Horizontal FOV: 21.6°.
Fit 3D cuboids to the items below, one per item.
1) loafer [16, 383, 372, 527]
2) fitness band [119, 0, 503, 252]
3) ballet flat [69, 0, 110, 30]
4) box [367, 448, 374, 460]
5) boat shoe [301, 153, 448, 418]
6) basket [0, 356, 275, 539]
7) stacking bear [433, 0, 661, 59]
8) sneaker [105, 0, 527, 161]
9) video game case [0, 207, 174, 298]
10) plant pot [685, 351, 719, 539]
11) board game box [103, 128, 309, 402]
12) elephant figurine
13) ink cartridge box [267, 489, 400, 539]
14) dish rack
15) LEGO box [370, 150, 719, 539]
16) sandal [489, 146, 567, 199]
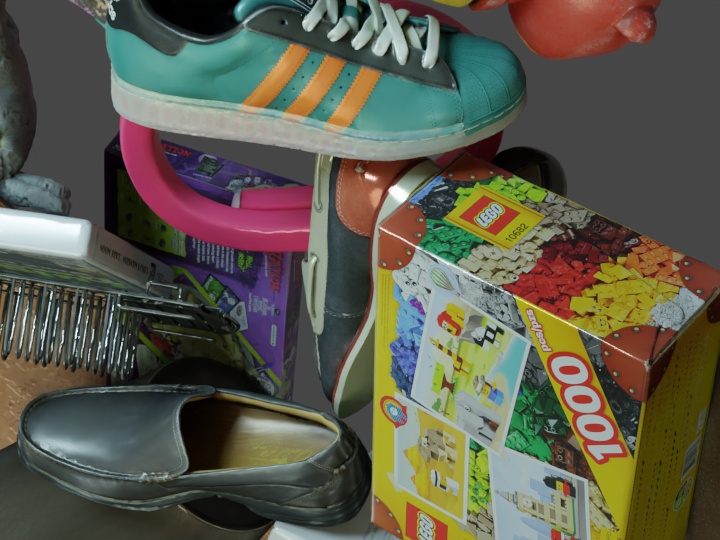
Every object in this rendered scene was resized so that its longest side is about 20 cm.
[{"bbox_3d":[-0.093,0.087,1.021,0.198,0.073,0.073,3,150,6],"label":"loafer"},{"bbox_3d":[-0.024,-0.074,0.970,0.198,0.038,0.145,-5,133,6],"label":"fitness band"},{"bbox_3d":[-0.132,-0.161,0.976,0.199,0.069,0.071,34,117,-10],"label":"ballet flat"},{"bbox_3d":[0.059,0.113,1.099,0.068,0.082,0.200,37,133,-7],"label":"box"},{"bbox_3d":[0.000,0.000,0.973,0.062,0.071,0.201,38,147,21],"label":"boat shoe"},{"bbox_3d":[-0.142,0.146,1.160,0.180,0.136,0.200,40,131,-13],"label":"basket"},{"bbox_3d":[0.048,-0.164,0.852,0.199,0.122,0.114,28,123,-11],"label":"stacking bear"},{"bbox_3d":[-0.020,-0.104,0.870,0.198,0.072,0.080,3,131,1],"label":"sneaker"},{"bbox_3d":[-0.217,-0.016,1.027,0.198,0.024,0.182,8,174,9],"label":"video game case"},{"bbox_3d":[0.234,0.078,0.935,0.186,0.188,0.200,34,149,-5],"label":"plant pot"},{"bbox_3d":[-0.094,0.015,1.126,0.119,0.032,0.201,21,135,14],"label":"board game box"},{"bbox_3d":[-0.246,-0.126,1.004,0.140,0.200,0.157,-8,116,-19],"label":"elephant figurine"},{"bbox_3d":[0.036,0.202,1.082,0.199,0.068,0.116,27,134,4],"label":"ink cartridge box"},{"bbox_3d":[-0.164,0.029,1.006,0.198,0.055,0.153,8,175,1],"label":"dish rack"},{"bbox_3d":[0.085,0.066,0.911,0.148,0.077,0.201,27,137,27],"label":"LEGO box"},{"bbox_3d":[0.073,0.008,1.016,0.057,0.080,0.202,13,141,-9],"label":"sandal"}]
